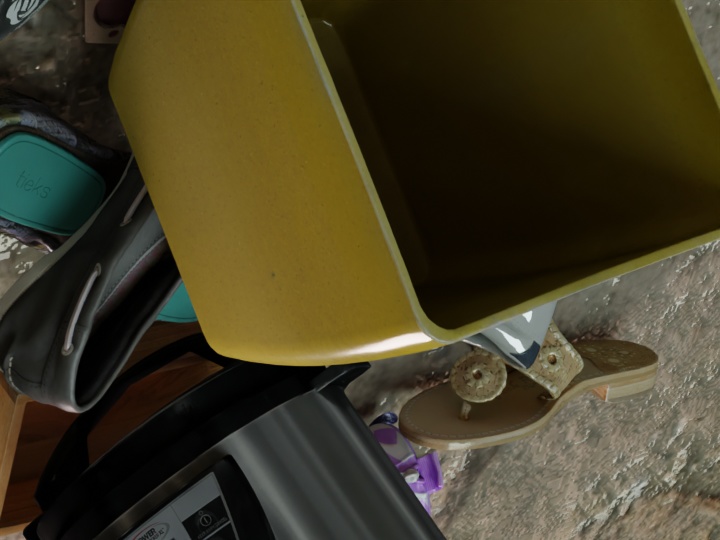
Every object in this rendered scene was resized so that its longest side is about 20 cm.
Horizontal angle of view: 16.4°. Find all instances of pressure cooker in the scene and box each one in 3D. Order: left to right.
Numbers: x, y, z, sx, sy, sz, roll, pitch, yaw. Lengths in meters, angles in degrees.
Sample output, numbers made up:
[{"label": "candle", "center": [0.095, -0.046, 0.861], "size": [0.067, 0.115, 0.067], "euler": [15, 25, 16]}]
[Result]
[{"label": "pressure cooker", "center": [-0.063, 0.134, 1.237], "size": [0.175, 0.201, 0.179], "euler": [-29, 168, -31]}]

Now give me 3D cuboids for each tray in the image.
[{"label": "tray", "center": [-0.110, 0.073, 1.322], "size": [0.199, 0.037, 0.099], "euler": [-13, 134, -36]}]

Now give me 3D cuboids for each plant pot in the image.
[{"label": "plant pot", "center": [0.010, -0.065, 1.036], "size": [0.199, 0.201, 0.176], "euler": [-19, 176, -40]}]

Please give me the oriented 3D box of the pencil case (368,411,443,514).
[{"label": "pencil case", "center": [-0.049, 0.143, 1.406], "size": [0.199, 0.085, 0.085], "euler": [-15, 178, -33]}]

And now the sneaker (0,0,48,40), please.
[{"label": "sneaker", "center": [-0.184, -0.133, 1.012], "size": [0.199, 0.075, 0.116], "euler": [-3, 131, -43]}]

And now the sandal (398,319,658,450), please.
[{"label": "sandal", "center": [0.102, 0.047, 1.484], "size": [0.211, 0.077, 0.070], "euler": [-11, 115, -44]}]

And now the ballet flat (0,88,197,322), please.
[{"label": "ballet flat", "center": [-0.132, -0.035, 1.163], "size": [0.072, 0.072, 0.200], "euler": [-47, 145, 6]}]

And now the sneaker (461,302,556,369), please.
[{"label": "sneaker", "center": [0.000, 0.000, 1.227], "size": [0.073, 0.199, 0.071], "euler": [67, 36, -73]}]

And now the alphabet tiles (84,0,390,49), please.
[{"label": "alphabet tiles", "center": [-0.021, -0.166, 1.104], "size": [0.198, 0.008, 0.168], "euler": [1, 132, -6]}]

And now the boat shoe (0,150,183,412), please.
[{"label": "boat shoe", "center": [-0.086, -0.020, 1.122], "size": [0.200, 0.057, 0.067], "euler": [-52, 144, -9]}]
